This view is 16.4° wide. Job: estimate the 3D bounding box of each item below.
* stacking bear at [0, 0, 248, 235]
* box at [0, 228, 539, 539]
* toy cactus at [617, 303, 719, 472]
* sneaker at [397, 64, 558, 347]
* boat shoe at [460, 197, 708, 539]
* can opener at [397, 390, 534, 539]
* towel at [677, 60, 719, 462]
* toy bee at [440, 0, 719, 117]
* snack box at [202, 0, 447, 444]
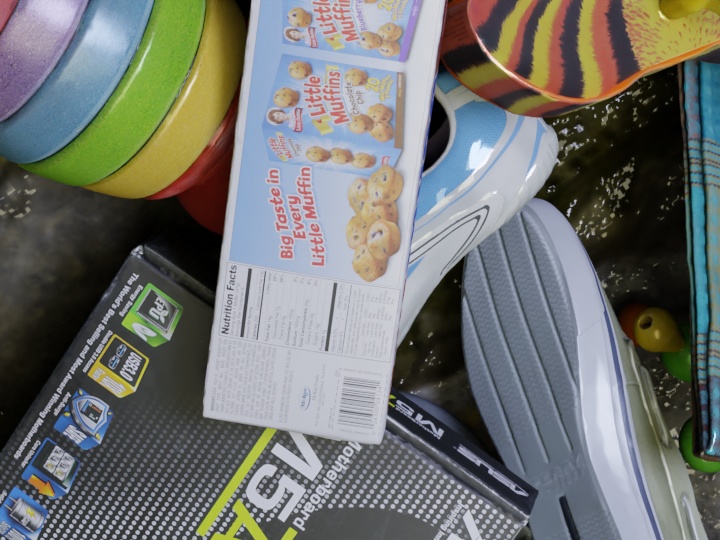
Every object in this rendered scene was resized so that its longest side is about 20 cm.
[{"bbox_3d":[-0.089,-0.075,0.976,0.200,0.122,0.114,28,145,-32],"label":"stacking bear"},{"bbox_3d":[-0.060,0.118,1.028,0.193,0.048,0.200,36,104,4],"label":"box"},{"bbox_3d":[0.204,0.046,1.104,0.165,0.102,0.201,-27,111,-20],"label":"toy cactus"},{"bbox_3d":[0.000,0.000,1.051,0.072,0.072,0.200,37,103,-6],"label":"sneaker"},{"bbox_3d":[0.097,0.066,1.064,0.062,0.072,0.201,-3,74,-45],"label":"boat shoe"},{"bbox_3d":[0.084,0.118,1.095,0.200,0.067,0.053,31,144,-8],"label":"can opener"},{"bbox_3d":[0.200,-0.016,1.033,0.146,0.022,0.201,6,74,-19],"label":"towel"},{"bbox_3d":[0.132,-0.107,0.969,0.200,0.131,0.109,-34,97,-1],"label":"toy bee"},{"bbox_3d":[-0.013,-0.034,0.941,0.072,0.024,0.201,9,110,3],"label":"snack box"}]
